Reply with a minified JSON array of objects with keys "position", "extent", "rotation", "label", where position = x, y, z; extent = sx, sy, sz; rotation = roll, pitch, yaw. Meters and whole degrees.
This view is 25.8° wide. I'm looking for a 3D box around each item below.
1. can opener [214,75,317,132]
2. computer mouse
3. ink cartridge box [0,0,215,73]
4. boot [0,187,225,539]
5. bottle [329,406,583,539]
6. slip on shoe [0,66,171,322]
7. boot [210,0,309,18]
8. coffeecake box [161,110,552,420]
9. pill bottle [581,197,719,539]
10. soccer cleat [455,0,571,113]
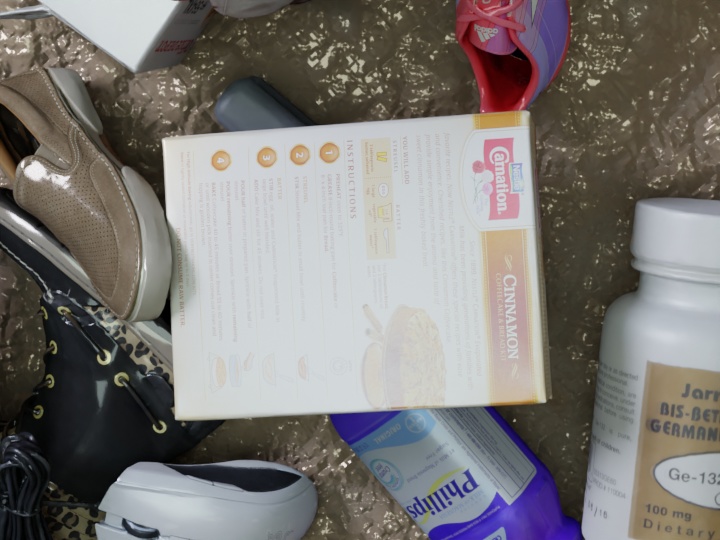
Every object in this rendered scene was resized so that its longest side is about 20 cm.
[{"position":[-0.009,-0.034,0.928],"extent":[0.200,0.053,0.066],"rotation":[44,101,-1],"label":"can opener"},{"position":[-0.116,0.148,0.931],"extent":[0.199,0.044,0.110],"rotation":[3,118,-19],"label":"computer mouse"},{"position":[-0.120,-0.207,0.877],"extent":[0.125,0.129,0.200],"rotation":[36,100,-1],"label":"ink cartridge box"},{"position":[-0.184,0.061,0.954],"extent":[0.200,0.073,0.151],"rotation":[40,100,-6],"label":"boot"},{"position":[0.072,0.134,0.933],"extent":[0.200,0.065,0.083],"rotation":[50,133,-3],"label":"bottle"},{"position":[-0.164,-0.045,0.882],"extent":[0.060,0.200,0.076],"rotation":[-3,136,-32],"label":"slip on shoe"},{"position":[0.004,-0.202,0.827],"extent":[0.064,0.200,0.186],"rotation":[45,100,-2],"label":"boot"},{"position":[0.000,0.000,0.859],"extent":[0.199,0.073,0.154],"rotation":[-3,87,9],"label":"coffeecake box"},{"position":[0.191,0.064,0.891],"extent":[0.114,0.114,0.201],"rotation":[5,99,5],"label":"pill bottle"},{"position":[0.074,-0.162,0.836],"extent":[0.066,0.200,0.077],"rotation":[11,60,22],"label":"soccer cleat"}]
